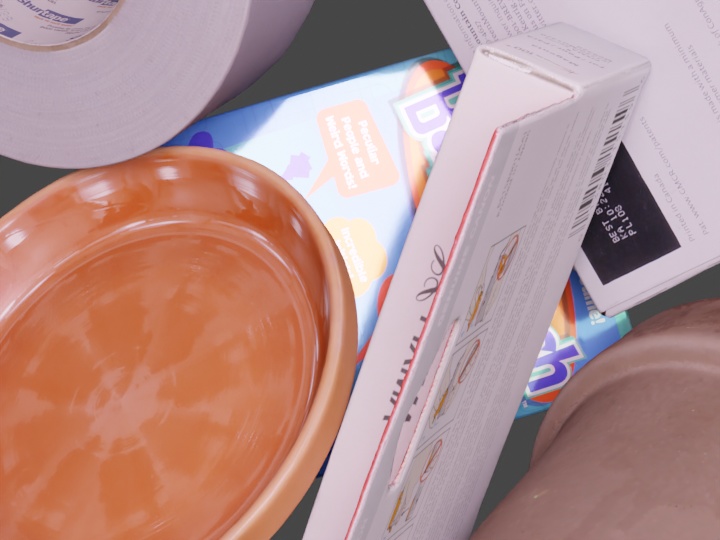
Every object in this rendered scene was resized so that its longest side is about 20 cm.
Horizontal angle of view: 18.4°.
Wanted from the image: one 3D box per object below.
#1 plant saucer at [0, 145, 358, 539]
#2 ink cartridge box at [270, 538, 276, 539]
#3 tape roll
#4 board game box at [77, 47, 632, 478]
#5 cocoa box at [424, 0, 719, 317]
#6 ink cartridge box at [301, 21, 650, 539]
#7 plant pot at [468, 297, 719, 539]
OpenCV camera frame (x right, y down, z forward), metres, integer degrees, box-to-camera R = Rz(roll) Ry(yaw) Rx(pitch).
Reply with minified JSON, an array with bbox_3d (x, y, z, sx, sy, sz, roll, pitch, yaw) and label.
[{"bbox_3d":[-0.090,0.046,0.820,0.199,0.032,0.202,-15,53,21],"label":"plant saucer"},{"bbox_3d":[-0.042,0.207,0.847,0.084,0.145,0.202,17,88,1],"label":"ink cartridge box"},{"bbox_3d":[-0.112,-0.144,0.844,0.199,0.066,0.202,11,116,23],"label":"tape roll"},{"bbox_3d":[0.000,0.000,0.906,0.198,0.045,0.153,-17,88,-2],"label":"board game box"},{"bbox_3d":[0.119,-0.112,0.843,0.131,0.133,0.201,-31,92,-47],"label":"cocoa box"},{"bbox_3d":[0.024,0.023,0.743,0.043,0.173,0.201,25,109,17],"label":"ink cartridge box"},{"bbox_3d":[0.107,0.129,0.783,0.174,0.200,0.201,-23,88,-43],"label":"plant pot"}]
